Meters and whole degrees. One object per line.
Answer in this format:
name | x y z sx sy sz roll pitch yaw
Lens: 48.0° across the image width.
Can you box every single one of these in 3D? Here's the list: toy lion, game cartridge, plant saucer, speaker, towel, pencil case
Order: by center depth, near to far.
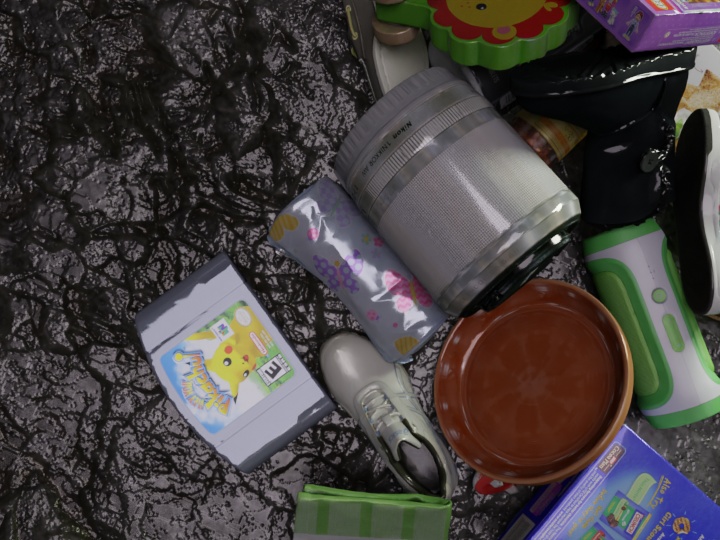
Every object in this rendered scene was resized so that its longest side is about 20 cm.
toy lion | 0.116 -0.272 0.766 0.191 0.069 0.200 15 58 18
towel | 0.004 0.294 0.774 0.149 0.031 0.201 5 111 -4
plant saucer | 0.164 0.106 0.782 0.200 0.032 0.201 -17 59 31
pencil case | 0.000 0.000 0.810 0.200 0.083 0.091 44 67 1
speaker | 0.293 0.051 0.814 0.088 0.088 0.201 -19 85 -3
game cartridge | -0.134 0.098 0.824 0.133 0.040 0.200 -37 87 -1

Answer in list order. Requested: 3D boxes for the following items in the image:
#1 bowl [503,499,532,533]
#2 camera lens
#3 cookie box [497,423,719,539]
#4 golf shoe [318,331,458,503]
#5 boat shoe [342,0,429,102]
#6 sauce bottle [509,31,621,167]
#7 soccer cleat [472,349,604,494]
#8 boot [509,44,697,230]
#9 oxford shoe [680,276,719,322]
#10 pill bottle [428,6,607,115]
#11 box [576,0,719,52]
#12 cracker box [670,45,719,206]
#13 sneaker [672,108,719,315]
bowl | 0.230 0.311 0.813 0.200 0.039 0.201 0 85 -2
camera lens | 0.092 -0.069 0.761 0.160 0.160 0.200 -38 78 -4
cookie box | 0.258 0.271 0.759 0.200 0.075 0.171 42 85 2
golf shoe | 0.032 0.143 0.794 0.078 0.097 0.200 -38 86 -3
boat shoe | 0.021 -0.252 0.846 0.072 0.060 0.202 -8 87 -40
sauce bottle | 0.229 -0.187 0.790 0.066 0.066 0.200 44 94 2
soccer cleat | 0.178 0.143 0.818 0.200 0.069 0.085 -50 46 12
boot | 0.221 -0.113 0.738 0.200 0.076 0.169 -17 120 -26
oxford shoe | 0.432 0.026 0.829 0.199 0.071 0.072 10 86 1
pill bottle | 0.177 -0.244 0.827 0.200 0.106 0.106 -35 87 -5
box | 0.232 -0.276 0.731 0.137 0.039 0.200 -14 56 -33
cracker box | 0.346 -0.151 0.846 0.200 0.058 0.134 44 88 3
sneaker | 0.374 -0.057 0.774 0.120 0.084 0.201 1 81 -5
